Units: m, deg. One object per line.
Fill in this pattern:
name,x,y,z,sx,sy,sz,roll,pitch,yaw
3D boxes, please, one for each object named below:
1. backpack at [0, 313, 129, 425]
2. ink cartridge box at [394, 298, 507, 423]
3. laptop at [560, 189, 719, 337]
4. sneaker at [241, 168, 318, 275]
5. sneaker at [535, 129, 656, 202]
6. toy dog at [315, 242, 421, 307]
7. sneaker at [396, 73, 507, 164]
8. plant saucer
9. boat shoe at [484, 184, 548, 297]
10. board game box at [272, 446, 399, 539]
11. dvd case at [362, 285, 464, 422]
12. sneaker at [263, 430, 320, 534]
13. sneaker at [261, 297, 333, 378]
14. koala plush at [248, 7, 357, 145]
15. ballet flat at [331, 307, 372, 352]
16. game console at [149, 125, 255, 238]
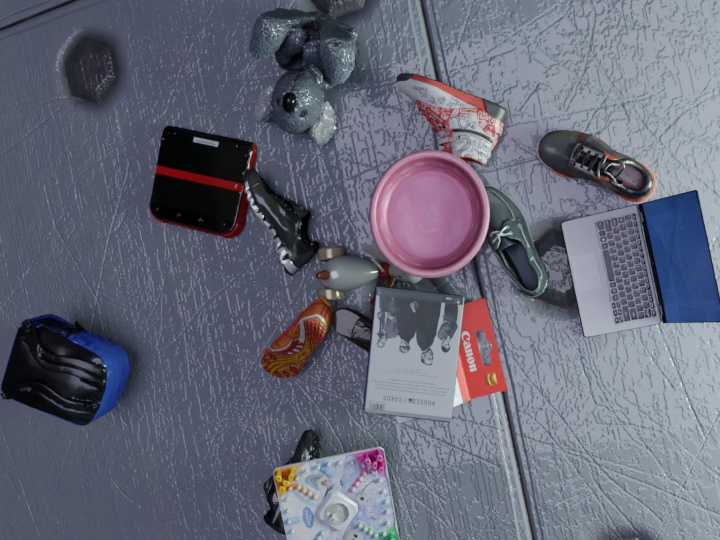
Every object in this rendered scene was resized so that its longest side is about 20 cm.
backpack,-0.535,0.182,1.409,0.196,0.168,0.167,21,101,10
ink cartridge box,0.134,0.150,1.247,0.195,0.050,0.165,-15,89,6
laptop,0.420,-0.003,1.138,0.195,0.116,0.193,-12,89,17
sneaker,-0.136,-0.100,1.329,0.089,0.066,0.204,-28,88,13
sneaker,0.368,-0.170,1.162,0.196,0.082,0.079,23,99,14
toy dog,0.000,0.000,1.274,0.196,0.096,0.135,-25,86,16
sneaker,0.135,-0.246,1.236,0.197,0.067,0.110,23,97,12
plant saucer,0.113,-0.091,1.224,0.194,0.051,0.207,0,91,8
boat shoe,0.243,-0.050,1.216,0.072,0.062,0.204,-29,84,18
board game box,-0.039,0.420,1.293,0.194,0.026,0.206,-11,103,-1
dvd case,0.086,0.135,1.216,0.146,0.025,0.206,6,90,1
sneaker,-0.130,0.379,1.341,0.088,0.066,0.206,14,99,13
sneaker,-0.107,0.125,1.326,0.073,0.078,0.199,41,126,-10
koala plush,-0.095,-0.324,1.273,0.173,0.185,0.204,17,119,3
ballet flat,0.035,0.128,1.303,0.197,0.046,0.068,31,90,8
game console,-0.296,-0.165,1.394,0.195,0.031,0.182,13,92,15
